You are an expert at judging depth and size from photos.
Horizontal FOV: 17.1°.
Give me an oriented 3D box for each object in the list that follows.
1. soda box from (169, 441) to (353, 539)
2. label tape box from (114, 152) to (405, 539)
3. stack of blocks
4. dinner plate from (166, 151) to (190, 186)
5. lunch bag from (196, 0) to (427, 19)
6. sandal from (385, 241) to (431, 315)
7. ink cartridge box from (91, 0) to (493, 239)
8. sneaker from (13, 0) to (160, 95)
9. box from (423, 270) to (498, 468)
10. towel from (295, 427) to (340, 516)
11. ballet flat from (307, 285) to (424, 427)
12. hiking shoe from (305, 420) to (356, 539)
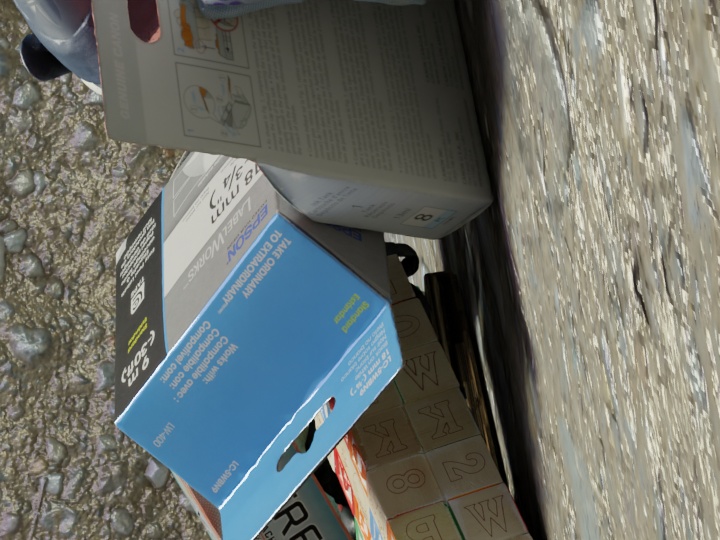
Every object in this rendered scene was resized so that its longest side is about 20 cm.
[{"bbox_3d":[-0.040,0.149,1.298,0.201,0.063,0.068,61,170,-11],"label":"soda box"},{"bbox_3d":[-0.052,0.014,1.106,0.144,0.063,0.200,-51,26,28],"label":"label tape box"},{"bbox_3d":[0.027,0.107,1.148,0.115,0.058,0.200,87,163,-53],"label":"stack of blocks"},{"bbox_3d":[-0.076,-0.013,1.305,0.200,0.024,0.201,21,-90,-75],"label":"dinner plate"},{"bbox_3d":[-0.027,-0.226,0.961,0.170,0.127,0.201,104,161,-68],"label":"lunch bag"},{"bbox_3d":[-0.001,0.000,1.300,0.200,0.076,0.043,-162,93,-85],"label":"sandal"},{"bbox_3d":[-0.042,-0.104,1.046,0.047,0.199,0.161,-34,57,46],"label":"ink cartridge box"},{"bbox_3d":[-0.095,-0.156,1.101,0.147,0.080,0.200,47,-143,-27],"label":"sneaker"},{"bbox_3d":[0.059,0.124,1.319,0.200,0.021,0.164,86,175,-53],"label":"box"},{"bbox_3d":[-0.013,0.114,1.459,0.200,0.036,0.148,56,-155,6],"label":"towel"},{"bbox_3d":[-0.013,0.058,1.420,0.200,0.072,0.072,-16,-82,-58],"label":"ballet flat"},{"bbox_3d":[0.004,0.088,1.334,0.200,0.074,0.087,85,175,-50],"label":"hiking shoe"}]
